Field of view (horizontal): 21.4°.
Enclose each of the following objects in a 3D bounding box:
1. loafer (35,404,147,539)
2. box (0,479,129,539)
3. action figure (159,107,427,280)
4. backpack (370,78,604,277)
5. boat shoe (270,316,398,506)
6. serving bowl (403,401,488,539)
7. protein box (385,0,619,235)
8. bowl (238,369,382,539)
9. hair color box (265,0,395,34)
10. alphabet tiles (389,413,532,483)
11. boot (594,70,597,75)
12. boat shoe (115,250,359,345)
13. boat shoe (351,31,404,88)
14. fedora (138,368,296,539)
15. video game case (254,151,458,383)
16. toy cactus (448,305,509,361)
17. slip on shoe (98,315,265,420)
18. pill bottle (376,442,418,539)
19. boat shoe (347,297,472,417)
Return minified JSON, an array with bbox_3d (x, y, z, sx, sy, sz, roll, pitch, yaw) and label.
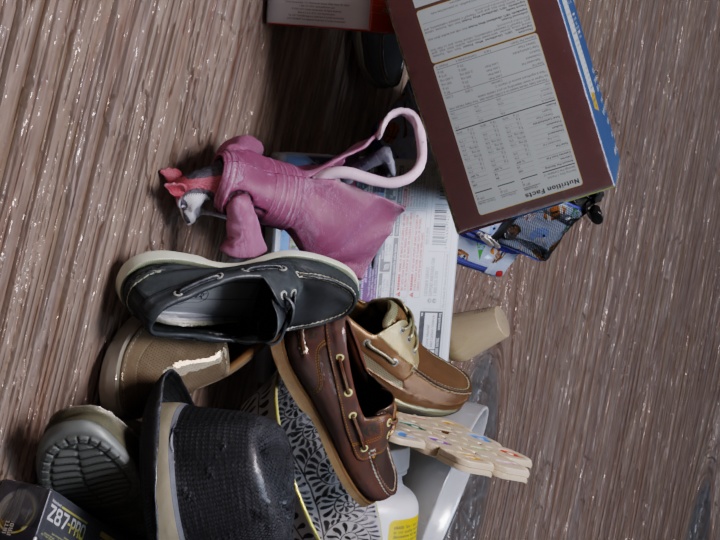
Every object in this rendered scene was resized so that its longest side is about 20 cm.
[{"bbox_3d":[-0.186,0.141,1.398,0.200,0.075,0.070,70,12,-60],"label":"loafer"},{"bbox_3d":[-0.218,0.258,1.371,0.200,0.049,0.162,49,54,-58],"label":"box"},{"bbox_3d":[-0.060,-0.055,1.491,0.199,0.149,0.134,9,56,-31],"label":"action figure"},{"bbox_3d":[0.100,-0.098,1.807,0.190,0.200,0.154,27,109,-40],"label":"backpack"},{"bbox_3d":[-0.005,0.117,1.571,0.071,0.070,0.200,-95,162,-49],"label":"boat shoe"},{"bbox_3d":[0.061,0.217,1.911,0.200,0.066,0.201,23,90,-79],"label":"serving bowl"},{"bbox_3d":[0.124,-0.156,1.589,0.199,0.135,0.201,-49,122,-77],"label":"protein box"},{"bbox_3d":[-0.065,0.184,1.591,0.201,0.094,0.201,-21,90,-76],"label":"bowl"},{"bbox_3d":[-0.017,-0.301,1.586,0.061,0.101,0.201,-11,107,-65],"label":"hair color box"},{"bbox_3d":[0.057,0.150,1.737,0.195,0.200,0.015,14,96,-45],"label":"alphabet tiles"},{"bbox_3d":[0.166,-0.108,1.947,0.069,0.174,0.201,-31,124,-60],"label":"boot"},{"bbox_3d":[-0.084,0.027,1.449,0.199,0.066,0.075,8,122,-30],"label":"boat shoe"},{"bbox_3d":[0.040,-0.267,1.751,0.074,0.073,0.201,-1,98,-65],"label":"boat shoe"},{"bbox_3d":[-0.097,0.165,1.400,0.201,0.091,0.201,-5,90,-82],"label":"fedora"},{"bbox_3d":[0.000,0.000,1.672,0.182,0.023,0.201,2,97,-25],"label":"video game case"},{"bbox_3d":[0.058,0.066,1.793,0.103,0.165,0.200,69,21,-1],"label":"toy cactus"},{"bbox_3d":[-0.131,0.064,1.487,0.200,0.060,0.076,-26,120,-61],"label":"slip on shoe"},{"bbox_3d":[-0.005,0.255,1.750,0.112,0.112,0.201,-4,101,-65],"label":"pill bottle"},{"bbox_3d":[0.015,0.062,1.623,0.074,0.200,0.076,-55,-152,21],"label":"boat shoe"}]
